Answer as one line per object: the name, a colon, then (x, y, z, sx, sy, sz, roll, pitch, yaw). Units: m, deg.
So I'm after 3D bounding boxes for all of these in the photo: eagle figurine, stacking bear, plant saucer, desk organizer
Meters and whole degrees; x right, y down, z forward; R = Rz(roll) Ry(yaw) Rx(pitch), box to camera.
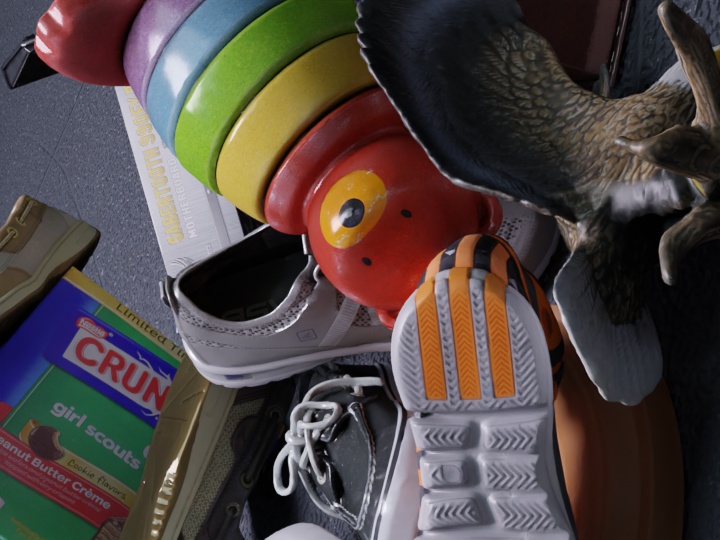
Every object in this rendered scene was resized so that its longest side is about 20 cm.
eagle figurine: (0.093, -0.046, 0.698, 0.200, 0.150, 0.153, 19, 118, 54)
stacking bear: (-0.026, -0.065, 0.770, 0.121, 0.114, 0.200, -46, 71, 10)
plant saucer: (0.071, 0.113, 0.779, 0.200, 0.032, 0.201, -39, 45, 53)
desk organizer: (0.051, -0.133, 0.886, 0.200, 0.077, 0.072, 9, 87, 66)

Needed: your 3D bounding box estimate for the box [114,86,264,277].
box: (-0.088, -0.046, 1.014, 0.158, 0.048, 0.201, 55, -162, -77)

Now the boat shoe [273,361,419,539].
boat shoe: (-0.004, 0.083, 0.844, 0.199, 0.068, 0.074, -97, 21, -73)

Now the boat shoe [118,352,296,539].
boat shoe: (-0.085, 0.136, 0.901, 0.072, 0.066, 0.202, 1, 72, 70)

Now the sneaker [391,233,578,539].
sneaker: (0.059, 0.080, 0.709, 0.112, 0.077, 0.201, -57, -33, -70)

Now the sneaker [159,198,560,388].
sneaker: (0.000, 0.000, 0.830, 0.199, 0.082, 0.075, -23, 62, 9)

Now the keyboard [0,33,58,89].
keyboard: (-0.124, -0.154, 1.073, 0.021, 0.199, 0.127, 66, 157, 4)

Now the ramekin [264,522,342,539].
ramekin: (-0.042, 0.225, 0.806, 0.200, 0.097, 0.201, 39, 136, 53)

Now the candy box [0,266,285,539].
candy box: (-0.157, 0.119, 1.019, 0.077, 0.169, 0.200, -52, 4, 37)

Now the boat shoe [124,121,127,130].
boat shoe: (-0.066, -0.120, 1.150, 0.199, 0.065, 0.074, -13, 56, 41)

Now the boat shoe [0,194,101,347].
boat shoe: (-0.227, 0.012, 1.065, 0.074, 0.066, 0.200, -55, 0, 25)

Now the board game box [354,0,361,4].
board game box: (0.029, -0.197, 0.876, 0.134, 0.034, 0.201, -6, 48, 43)
